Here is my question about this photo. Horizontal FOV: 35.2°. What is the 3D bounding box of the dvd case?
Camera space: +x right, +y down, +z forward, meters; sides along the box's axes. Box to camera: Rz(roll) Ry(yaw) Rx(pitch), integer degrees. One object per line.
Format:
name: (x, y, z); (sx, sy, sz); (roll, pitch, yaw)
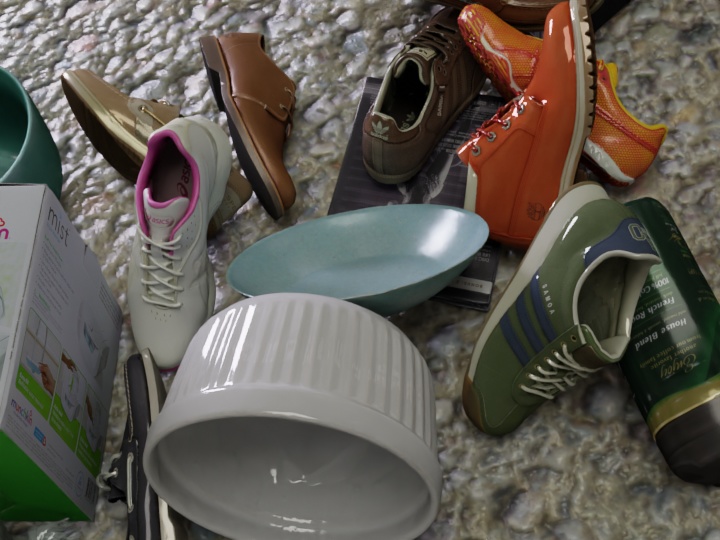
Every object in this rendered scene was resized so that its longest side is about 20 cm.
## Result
dvd case: (0.054, -0.069, 0.954); (0.147, 0.016, 0.202); (10, 62, 9)

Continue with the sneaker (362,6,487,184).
sneaker: (0.062, -0.166, 0.952); (0.070, 0.076, 0.201); (19, 62, 15)

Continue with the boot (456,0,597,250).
boot: (0.128, -0.112, 0.874); (0.106, 0.075, 0.203); (9, 107, 12)

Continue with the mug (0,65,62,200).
mug: (-0.328, -0.094, 0.947); (0.150, 0.115, 0.187); (-13, 61, -1)

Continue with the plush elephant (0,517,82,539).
plush elephant: (-0.277, 0.235, 0.740); (0.197, 0.166, 0.155); (1, 32, -21)

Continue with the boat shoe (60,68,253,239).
boat shoe: (-0.177, -0.110, 0.972); (0.200, 0.071, 0.064); (43, 68, 13)

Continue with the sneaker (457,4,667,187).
sneaker: (0.164, -0.155, 0.935); (0.199, 0.073, 0.077); (40, 92, -3)

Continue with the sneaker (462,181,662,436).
sneaker: (0.141, 0.046, 0.788); (0.067, 0.202, 0.090); (10, 23, -35)

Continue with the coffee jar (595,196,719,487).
coffee jar: (0.227, 0.054, 0.820); (0.085, 0.104, 0.202); (-29, 60, 15)

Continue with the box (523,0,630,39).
box: (0.148, -0.297, 1.032); (0.141, 0.079, 0.200); (-41, 66, -12)

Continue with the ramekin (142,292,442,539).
ramekin: (-0.039, 0.104, 0.773); (0.197, 0.201, 0.106); (4, 53, 8)

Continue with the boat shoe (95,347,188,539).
boat shoe: (-0.164, 0.154, 0.824); (0.062, 0.073, 0.202); (-10, 67, -2)

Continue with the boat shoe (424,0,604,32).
boat shoe: (0.103, -0.245, 0.937); (0.198, 0.068, 0.073); (11, 87, 26)

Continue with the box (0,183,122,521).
box: (-0.245, 0.064, 0.806); (0.095, 0.201, 0.178); (-1, 62, 5)

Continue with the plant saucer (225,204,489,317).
plant saucer: (0.000, 0.000, 0.846); (0.198, 0.039, 0.201); (-9, 20, 3)

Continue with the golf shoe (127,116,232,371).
golf shoe: (-0.151, -0.020, 0.872); (0.074, 0.091, 0.203); (7, 94, 9)

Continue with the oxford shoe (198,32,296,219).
oxford shoe: (-0.083, -0.134, 0.973); (0.070, 0.072, 0.202); (-15, 60, -9)
